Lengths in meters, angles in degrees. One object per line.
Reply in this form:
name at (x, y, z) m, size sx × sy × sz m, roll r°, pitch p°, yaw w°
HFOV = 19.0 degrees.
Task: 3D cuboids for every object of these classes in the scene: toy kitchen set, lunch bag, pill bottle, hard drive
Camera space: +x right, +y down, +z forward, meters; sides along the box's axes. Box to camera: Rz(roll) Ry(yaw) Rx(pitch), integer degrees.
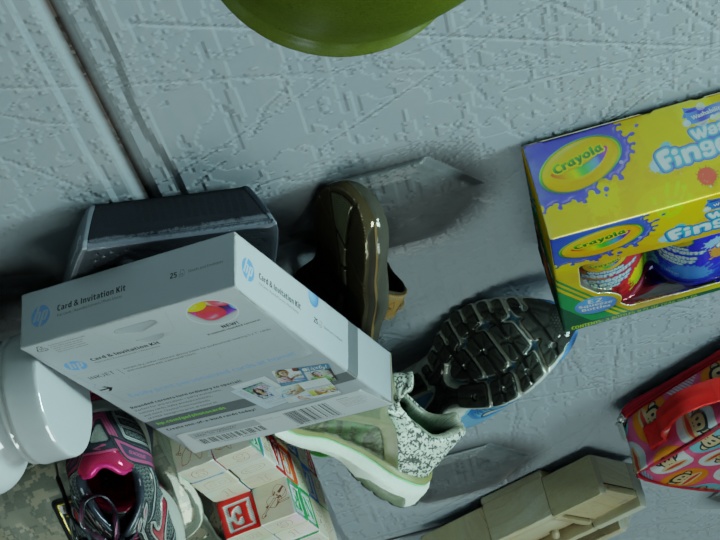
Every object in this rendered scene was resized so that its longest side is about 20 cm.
toy kitchen set at (0.199, 0.294, 1.995) m, size 0.200 × 0.181 × 0.163 m, roll -30°, pitch 152°, yaw 30°
lunch bag at (-0.186, 0.173, 1.604) m, size 0.163 × 0.118 × 0.200 m, roll -19°, pitch 150°, yaw 10°
pill bottle at (-0.277, 0.096, 1.364) m, size 0.199 × 0.112 × 0.111 m, roll -13°, pitch 157°, yaw 14°
lunch bag at (0.317, 0.118, 1.800) m, size 0.176 × 0.082 × 0.200 m, roll 8°, pitch 148°, yaw -39°
hard drive at (-0.127, 0.010, 1.371) m, size 0.134 × 0.043 × 0.200 m, roll -8°, pitch 155°, yaw -14°

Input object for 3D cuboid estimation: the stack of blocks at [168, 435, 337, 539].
stack of blocks at (-0.083, 0.138, 1.576) m, size 0.058 × 0.116 × 0.200 m, roll -21°, pitch 156°, yaw 7°

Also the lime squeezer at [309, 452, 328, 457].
lime squeezer at (-0.016, 0.126, 1.706) m, size 0.199 × 0.038 × 0.071 m, roll -7°, pitch -174°, yaw -17°

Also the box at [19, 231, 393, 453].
box at (-0.093, 0.051, 1.346) m, size 0.155 × 0.041 × 0.200 m, roll -16°, pitch 151°, yaw 24°

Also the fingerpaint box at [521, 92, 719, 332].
fingerpaint box at (0.215, -0.043, 1.408) m, size 0.199 × 0.074 × 0.167 m, roll -15°, pitch 156°, yaw 2°

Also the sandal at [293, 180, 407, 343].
sandal at (0.000, 0.000, 1.406) m, size 0.054 × 0.082 × 0.200 m, roll -29°, pitch 154°, yaw -22°

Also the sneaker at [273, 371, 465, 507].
sneaker at (-0.004, 0.090, 1.551) m, size 0.200 × 0.077 × 0.089 m, roll 33°, pitch 116°, yaw -32°

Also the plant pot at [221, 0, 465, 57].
plant pot at (-0.002, -0.180, 0.886) m, size 0.199 × 0.201 × 0.193 m, roll -9°, pitch 167°, yaw -11°

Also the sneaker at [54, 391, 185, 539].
sneaker at (-0.169, 0.172, 1.484) m, size 0.080 × 0.075 × 0.201 m, roll -11°, pitch 130°, yaw 0°

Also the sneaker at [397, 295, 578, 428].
sneaker at (0.093, 0.069, 1.613) m, size 0.090 × 0.079 × 0.200 m, roll -17°, pitch 168°, yaw -45°
